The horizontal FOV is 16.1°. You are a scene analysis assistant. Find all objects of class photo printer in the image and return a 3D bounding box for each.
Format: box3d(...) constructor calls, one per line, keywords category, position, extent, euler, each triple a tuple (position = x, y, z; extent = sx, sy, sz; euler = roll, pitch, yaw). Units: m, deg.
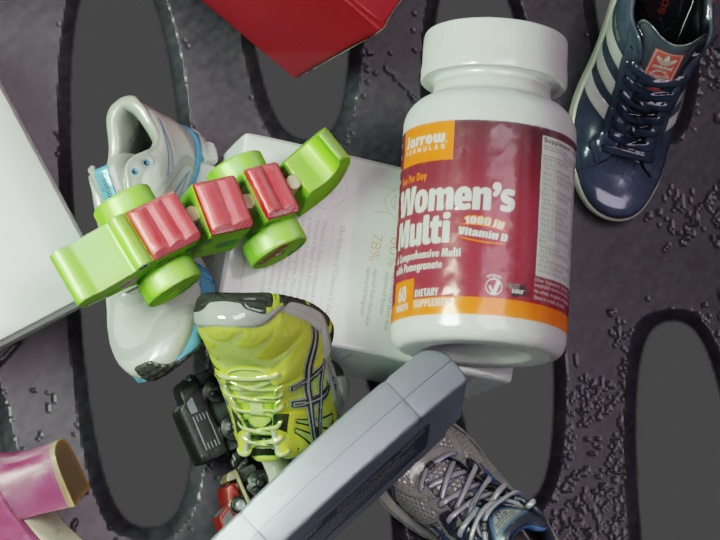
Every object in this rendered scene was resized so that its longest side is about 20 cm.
box3d(category="photo printer", position=(-0.272, -0.037, 1.585), extent=(0.166, 0.069, 0.201), euler=(-28, 89, -19))

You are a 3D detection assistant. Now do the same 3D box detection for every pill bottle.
box3d(category="pill bottle", position=(0.078, -0.047, 1.565), extent=(0.109, 0.110, 0.201), euler=(7, 78, -15))

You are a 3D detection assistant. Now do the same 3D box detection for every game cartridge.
box3d(category="game cartridge", position=(-0.017, 0.131, 1.557), extent=(0.200, 0.133, 0.042), euler=(-41, 73, -12))

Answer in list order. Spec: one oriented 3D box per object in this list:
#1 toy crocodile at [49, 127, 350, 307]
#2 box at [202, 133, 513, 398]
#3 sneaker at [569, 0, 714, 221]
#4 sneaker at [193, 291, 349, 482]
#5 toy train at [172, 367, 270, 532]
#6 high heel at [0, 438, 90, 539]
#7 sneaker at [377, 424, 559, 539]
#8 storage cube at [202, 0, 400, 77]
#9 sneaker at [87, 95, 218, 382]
box3d(category="toy crocodile", position=(-0.093, -0.031, 1.528), extent=(0.199, 0.062, 0.068), euler=(-21, 76, -29))
box3d(category="box", position=(0.000, 0.000, 1.643), extent=(0.199, 0.097, 0.125), euler=(12, 77, -13))
box3d(category="sneaker", position=(0.193, -0.130, 1.711), extent=(0.075, 0.085, 0.201), euler=(9, 95, -14))
box3d(category="sneaker", position=(-0.050, 0.073, 1.553), extent=(0.075, 0.200, 0.077), euler=(1, 64, 18))
box3d(category="toy train", position=(-0.072, 0.160, 1.629), extent=(0.046, 0.034, 0.201), euler=(-24, 88, -16))
box3d(category="high heel", position=(-0.196, 0.206, 1.585), extent=(0.096, 0.067, 0.201), euler=(-17, 103, 18))
box3d(category="sneaker", position=(0.083, 0.158, 1.647), extent=(0.200, 0.085, 0.077), euler=(46, 72, -4))
box3d(category="storage cube", position=(-0.036, -0.254, 1.627), extent=(0.180, 0.200, 0.171), euler=(40, 72, -13))
box3d(category="sneaker", position=(-0.140, -0.023, 1.578), extent=(0.087, 0.075, 0.201), euler=(43, 32, -43))
